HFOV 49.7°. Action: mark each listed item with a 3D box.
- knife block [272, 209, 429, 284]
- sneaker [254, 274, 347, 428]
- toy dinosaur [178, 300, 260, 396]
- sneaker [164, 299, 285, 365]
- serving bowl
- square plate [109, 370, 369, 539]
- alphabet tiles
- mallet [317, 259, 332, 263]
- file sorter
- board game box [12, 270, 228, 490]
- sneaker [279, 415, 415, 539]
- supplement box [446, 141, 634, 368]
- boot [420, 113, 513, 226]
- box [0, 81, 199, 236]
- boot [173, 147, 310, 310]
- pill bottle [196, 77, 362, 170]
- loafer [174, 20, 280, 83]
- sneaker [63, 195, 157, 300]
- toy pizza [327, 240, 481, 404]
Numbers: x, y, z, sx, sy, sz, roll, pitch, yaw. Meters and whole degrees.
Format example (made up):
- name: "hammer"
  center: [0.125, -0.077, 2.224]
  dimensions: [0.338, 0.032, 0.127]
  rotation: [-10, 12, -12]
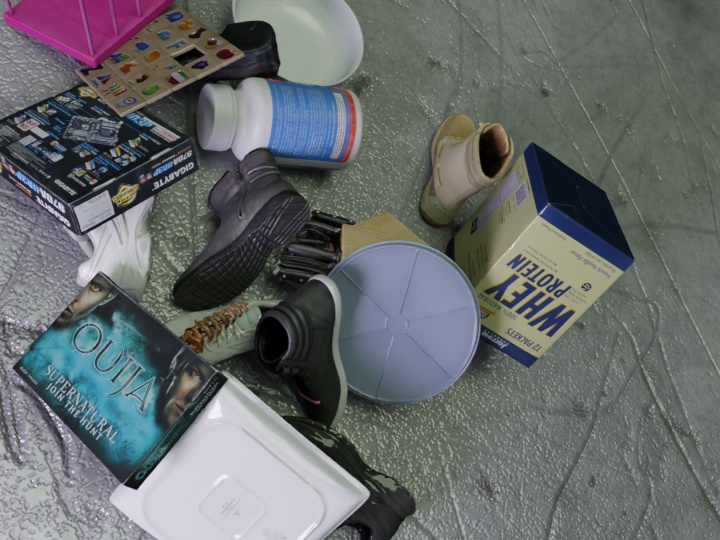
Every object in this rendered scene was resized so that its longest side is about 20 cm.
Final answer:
- name: "knife block"
  center: [0.000, 0.000, 0.964]
  dimensions: [0.175, 0.064, 0.200]
  rotation: [-25, 57, -39]
- name: "sneaker"
  center: [-0.072, 0.110, 0.882]
  dimensions: [0.099, 0.071, 0.201]
  rotation: [-25, 124, -41]
- name: "toy dinosaur"
  center: [-0.186, 0.123, 0.827]
  dimensions: [0.136, 0.200, 0.102]
  rotation: [38, 18, -11]
- name: "sneaker"
  center: [-0.154, 0.066, 0.903]
  dimensions: [0.200, 0.080, 0.071]
  rotation: [-16, 78, -31]
- name: "serving bowl"
  center: [-0.098, -0.333, 1.118]
  dimensions: [0.199, 0.066, 0.201]
  rotation: [11, 64, -24]
- name: "square plate"
  center: [-0.127, 0.234, 0.790]
  dimensions: [0.198, 0.200, 0.028]
  rotation: [41, 15, -5]
- name: "alphabet tiles"
  center: [-0.263, -0.268, 0.958]
  dimensions: [0.167, 0.008, 0.200]
  rotation: [-33, 50, -20]
- name: "mallet"
  center: [0.010, -0.002, 1.048]
  dimensions: [0.200, 0.041, 0.066]
  rotation: [26, 58, -11]
- name: "file sorter"
  center: [-0.327, -0.380, 0.959]
  dimensions: [0.139, 0.126, 0.200]
  rotation: [27, 56, 10]
- name: "board game box"
  center: [-0.244, 0.103, 0.779]
  dimensions: [0.200, 0.028, 0.135]
  rotation: [33, 78, 28]
- name: "sneaker"
  center: [-0.031, 0.245, 0.895]
  dimensions: [0.200, 0.076, 0.091]
  rotation: [39, 66, -2]
- name: "supplement box"
  center: [0.225, -0.024, 1.030]
  dimensions: [0.134, 0.200, 0.200]
  rotation: [31, 29, -12]
- name: "boot"
  center: [0.161, -0.177, 1.130]
  dimensions: [0.073, 0.155, 0.200]
  rotation: [28, 58, -14]
- name: "box"
  center: [-0.306, -0.134, 0.868]
  dimensions: [0.200, 0.046, 0.159]
  rotation: [31, 52, 29]
- name: "boot"
  center: [-0.160, -0.050, 0.954]
  dimensions: [0.200, 0.070, 0.132]
  rotation: [-39, 47, -1]
- name: "pill bottle"
  center: [-0.107, -0.193, 1.022]
  dimensions: [0.199, 0.112, 0.113]
  rotation: [1, 68, -29]
- name: "loafer"
  center: [-0.202, -0.269, 1.009]
  dimensions: [0.199, 0.072, 0.073]
  rotation: [-1, 59, 9]
- name: "sneaker"
  center: [-0.287, -0.068, 0.896]
  dimensions: [0.099, 0.078, 0.201]
  rotation: [6, 64, -20]
- name: "toy pizza"
  center: [0.043, 0.062, 0.931]
  dimensions: [0.199, 0.032, 0.201]
  rotation: [0, 101, 2]
